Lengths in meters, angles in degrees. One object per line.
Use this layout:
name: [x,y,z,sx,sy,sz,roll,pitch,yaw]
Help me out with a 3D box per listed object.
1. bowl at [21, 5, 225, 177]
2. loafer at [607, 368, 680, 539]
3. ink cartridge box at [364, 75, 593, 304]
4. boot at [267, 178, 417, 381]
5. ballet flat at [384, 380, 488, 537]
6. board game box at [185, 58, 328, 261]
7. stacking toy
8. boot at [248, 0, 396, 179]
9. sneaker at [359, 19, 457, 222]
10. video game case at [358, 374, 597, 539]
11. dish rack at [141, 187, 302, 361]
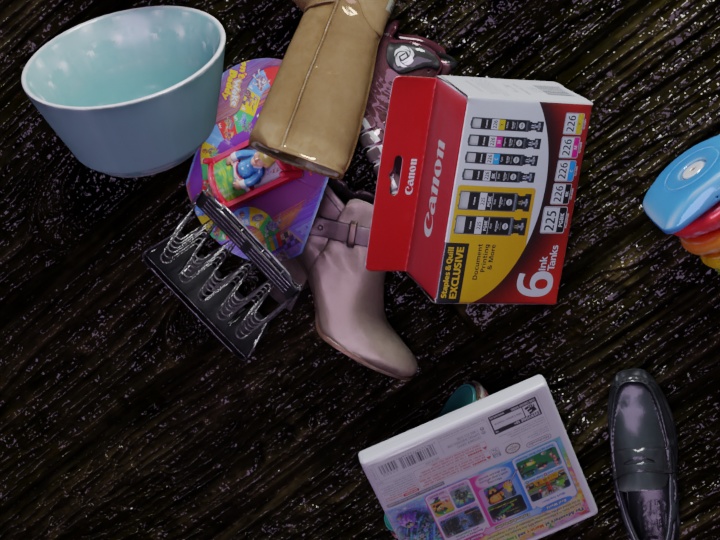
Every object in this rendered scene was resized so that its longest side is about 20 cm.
bowl: [-0.218,-0.165,1.552,0.199,0.202,0.106,-1,127,13]
loafer: [0.285,0.198,1.592,0.067,0.070,0.203,-7,105,14]
ink cartridge box: [0.108,-0.075,1.504,0.174,0.084,0.202,0,110,-21]
boot: [0.000,0.000,1.599,0.199,0.070,0.147,31,111,4]
ballet flat: [0.092,0.198,1.649,0.063,0.076,0.201,17,118,-26]
board game box: [-0.106,-0.109,1.573,0.157,0.039,0.202,28,106,26]
stacking toy: [0.366,-0.022,1.502,0.116,0.110,0.200,-38,107,9]
boot: [-0.063,-0.207,1.503,0.174,0.066,0.202,18,83,17]
sneaker: [0.055,-0.149,1.541,0.115,0.076,0.201,-28,98,16]
video game case: [0.120,0.214,1.605,0.199,0.024,0.183,-23,122,3]
dish rack: [-0.134,0.002,1.581,0.153,0.200,0.055,44,69,-2]
